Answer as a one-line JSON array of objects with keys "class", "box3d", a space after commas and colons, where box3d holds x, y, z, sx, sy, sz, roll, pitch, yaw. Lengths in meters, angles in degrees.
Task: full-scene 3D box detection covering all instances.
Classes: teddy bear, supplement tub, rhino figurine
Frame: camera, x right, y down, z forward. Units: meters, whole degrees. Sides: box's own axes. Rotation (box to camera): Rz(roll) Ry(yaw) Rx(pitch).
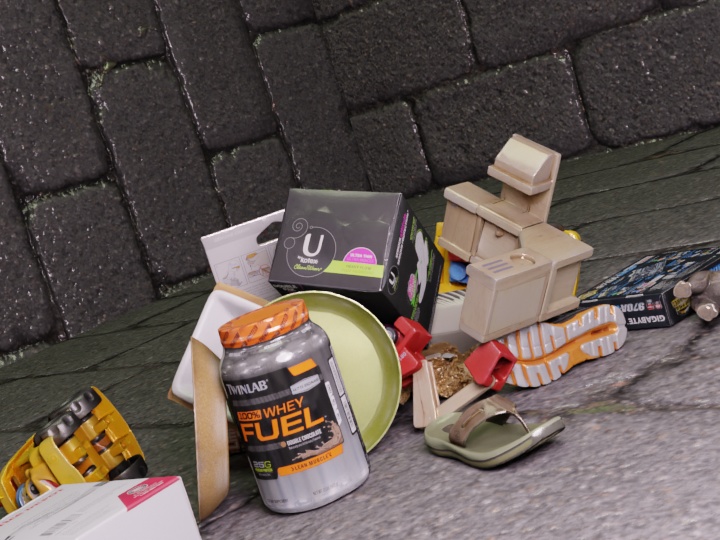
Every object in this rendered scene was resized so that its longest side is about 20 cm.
[{"class": "teddy bear", "box3d": [0.090, 0.131, 1.478, 0.199, 0.067, 0.145, -9, 15, 16]}, {"class": "supplement tub", "box3d": [-0.073, 0.140, 1.247, 0.122, 0.201, 0.123, -18, 7, 3]}, {"class": "rhino figurine", "box3d": [0.467, 0.015, 1.371, 0.199, 0.060, 0.087, -12, -1, 22]}]

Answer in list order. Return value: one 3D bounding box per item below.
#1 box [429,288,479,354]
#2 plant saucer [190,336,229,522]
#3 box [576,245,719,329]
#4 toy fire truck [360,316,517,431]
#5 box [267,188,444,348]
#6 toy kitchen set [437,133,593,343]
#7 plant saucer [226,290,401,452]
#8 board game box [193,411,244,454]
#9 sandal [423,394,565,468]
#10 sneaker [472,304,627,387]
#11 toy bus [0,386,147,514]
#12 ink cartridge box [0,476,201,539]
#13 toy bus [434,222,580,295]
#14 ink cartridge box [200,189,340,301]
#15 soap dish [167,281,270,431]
[{"class": "box", "box3d": [0.140, 0.072, 1.543, 0.199, 0.082, 0.069, -10, 49, 25]}, {"class": "plant saucer", "box3d": [-0.164, 0.171, 1.299, 0.035, 0.202, 0.200, -3, 6, -9]}, {"class": "box", "box3d": [0.388, 0.023, 1.551, 0.199, 0.046, 0.158, -25, 10, -40]}, {"class": "toy fire truck", "box3d": [0.067, 0.131, 1.360, 0.200, 0.141, 0.049, -51, -32, 10]}, {"class": "box", "box3d": [0.000, 0.000, 1.435, 0.148, 0.125, 0.200, 4, -22, 21]}, {"class": "toy kitchen set", "box3d": [0.142, -0.053, 1.369, 0.180, 0.164, 0.200, -16, 36, -41]}, {"class": "plant saucer", "box3d": [-0.053, 0.124, 1.342, 0.199, 0.201, 0.031, -19, -4, -2]}, {"class": "board game box", "box3d": [-0.102, 0.157, 1.575, 0.199, 0.097, 0.159, -16, 8, 15]}, {"class": "sandal", "box3d": [0.123, 0.156, 1.202, 0.079, 0.058, 0.201, -23, 9, -31]}, {"class": "sneaker", "box3d": [0.217, 0.089, 1.412, 0.199, 0.079, 0.077, -10, 5, -23]}, {"class": "toy bus", "box3d": [-0.384, 0.257, 1.478, 0.191, 0.136, 0.200, -31, 9, 8]}, {"class": "ink cartridge box", "box3d": [-0.283, 0.279, 1.203, 0.199, 0.084, 0.145, -13, 10, 39]}, {"class": "toy bus", "box3d": [0.189, -0.009, 1.602, 0.199, 0.137, 0.192, 5, -1, 14]}, {"class": "ink cartridge box", "box3d": [-0.093, 0.007, 1.576, 0.199, 0.177, 0.045, -19, 8, -9]}, {"class": "soap dish", "box3d": [-0.117, 0.121, 1.445, 0.199, 0.158, 0.081, 21, -6, 23]}]
